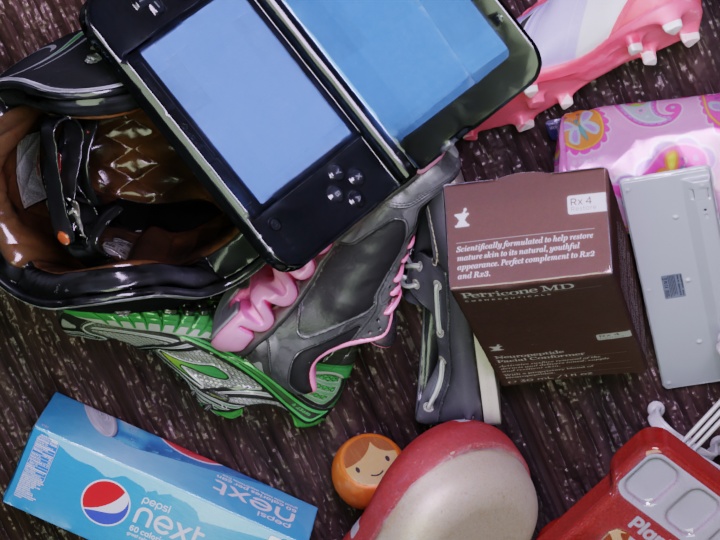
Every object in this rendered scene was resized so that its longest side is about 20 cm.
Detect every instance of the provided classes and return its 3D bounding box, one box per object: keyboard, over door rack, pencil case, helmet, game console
[{"bbox_3d":[0.206,0.008,1.600,0.056,0.011,0.200,-5,137,13],"label":"keyboard"},{"bbox_3d":[0.304,0.095,1.643,0.200,0.067,0.148,35,110,-19],"label":"over door rack"},{"bbox_3d":[0.219,-0.067,1.588,0.200,0.087,0.088,-7,107,9],"label":"pencil case"},{"bbox_3d":[-0.135,-0.066,1.569,0.200,0.191,0.200,18,115,42],"label":"helmet"},{"bbox_3d":[-0.029,-0.133,1.464,0.200,0.176,0.116,51,144,-2],"label":"game console"}]

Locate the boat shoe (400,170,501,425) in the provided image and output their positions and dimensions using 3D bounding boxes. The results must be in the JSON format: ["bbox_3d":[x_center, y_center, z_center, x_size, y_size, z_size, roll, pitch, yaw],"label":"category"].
[{"bbox_3d":[0.049,0.012,1.636,0.063,0.073,0.200,-8,110,7],"label":"boat shoe"}]

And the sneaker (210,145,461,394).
[{"bbox_3d":[0.000,0.000,1.588,0.095,0.079,0.200,43,105,-12],"label":"sneaker"}]

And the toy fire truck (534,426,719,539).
[{"bbox_3d":[0.210,0.208,1.643,0.200,0.112,0.168,37,117,-15],"label":"toy fire truck"}]

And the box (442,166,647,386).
[{"bbox_3d":[0.118,0.007,1.558,0.100,0.200,0.075,-6,68,11],"label":"box"}]

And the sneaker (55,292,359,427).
[{"bbox_3d":[-0.106,0.055,1.664,0.200,0.078,0.085,15,110,1],"label":"sneaker"}]

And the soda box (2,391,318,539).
[{"bbox_3d":[-0.134,0.158,1.706,0.200,0.068,0.064,25,108,-2],"label":"soda box"}]

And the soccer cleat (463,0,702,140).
[{"bbox_3d":[0.120,-0.146,1.589,0.200,0.067,0.077,-23,67,22],"label":"soccer cleat"}]

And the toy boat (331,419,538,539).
[{"bbox_3d":[0.024,0.164,1.670,0.200,0.130,0.131,-53,54,37],"label":"toy boat"}]
